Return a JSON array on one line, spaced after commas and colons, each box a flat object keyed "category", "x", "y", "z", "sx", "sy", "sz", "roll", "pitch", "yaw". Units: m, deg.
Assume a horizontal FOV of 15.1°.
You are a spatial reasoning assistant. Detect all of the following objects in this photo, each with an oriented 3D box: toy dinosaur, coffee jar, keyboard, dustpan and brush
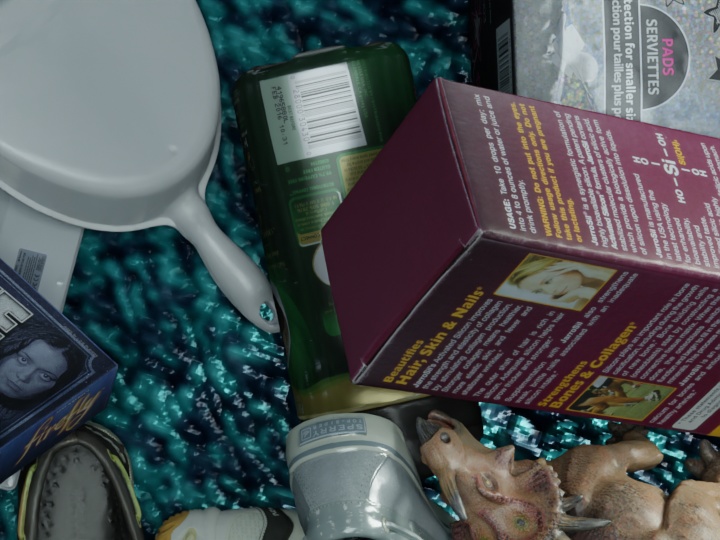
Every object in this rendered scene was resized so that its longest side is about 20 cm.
[{"category": "toy dinosaur", "x": 0.116, "y": 0.122, "z": 1.186, "sx": 0.199, "sy": 0.136, "sz": 0.086, "roll": 17, "pitch": 105, "yaw": 8}, {"category": "coffee jar", "x": 0.000, "y": 0.000, "z": 1.253, "sx": 0.085, "sy": 0.104, "sz": 0.201, "roll": -11, "pitch": 89, "yaw": -2}, {"category": "keyboard", "x": -0.163, "y": 0.000, "z": 1.267, "sx": 0.056, "sy": 0.011, "sz": 0.201, "roll": 16, "pitch": 74, "yaw": -10}, {"category": "dustpan and brush", "x": -0.098, "y": -0.052, "z": 1.272, "sx": 0.140, "sy": 0.057, "sz": 0.200, "roll": -42, "pitch": 90, "yaw": -21}]

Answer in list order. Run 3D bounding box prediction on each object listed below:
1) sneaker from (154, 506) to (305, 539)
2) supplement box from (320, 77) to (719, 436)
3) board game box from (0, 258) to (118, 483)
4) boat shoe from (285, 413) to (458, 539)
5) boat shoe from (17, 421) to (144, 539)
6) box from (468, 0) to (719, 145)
[{"category": "sneaker", "x": -0.040, "y": 0.207, "z": 1.255, "sx": 0.087, "sy": 0.076, "sz": 0.201, "roll": -8, "pitch": 89, "yaw": -6}, {"category": "supplement box", "x": 0.098, "y": -0.002, "z": 1.171, "sx": 0.199, "sy": 0.110, "sz": 0.086, "roll": 10, "pitch": 49, "yaw": -29}, {"category": "board game box", "x": -0.225, "y": 0.022, "z": 1.204, "sx": 0.200, "sy": 0.035, "sz": 0.135, "roll": 40, "pitch": 51, "yaw": 17}, {"category": "boat shoe", "x": 0.012, "y": 0.137, "z": 1.206, "sx": 0.070, "sy": 0.201, "sz": 0.072, "roll": -11, "pitch": 56, "yaw": 13}, {"category": "boat shoe", "x": -0.127, "y": 0.171, "z": 1.256, "sx": 0.071, "sy": 0.061, "sz": 0.202, "roll": -8, "pitch": 88, "yaw": -4}, {"category": "box", "x": 0.114, "y": -0.148, "z": 1.253, "sx": 0.114, "sy": 0.132, "sz": 0.201, "roll": -2, "pitch": 87, "yaw": -6}]
